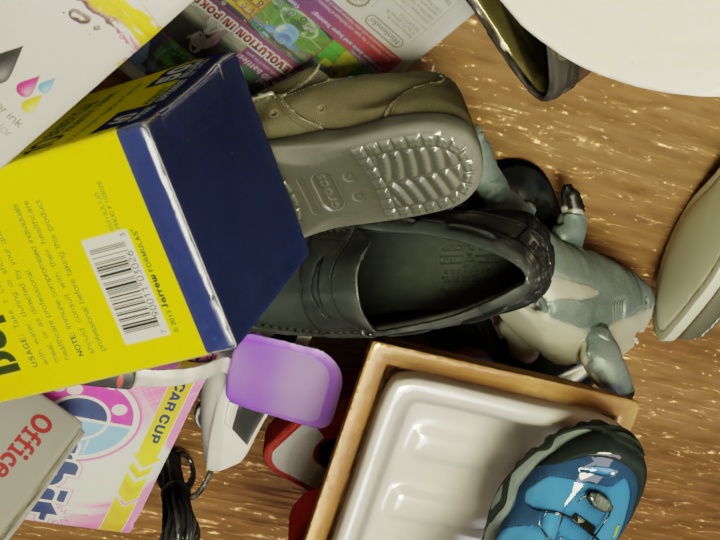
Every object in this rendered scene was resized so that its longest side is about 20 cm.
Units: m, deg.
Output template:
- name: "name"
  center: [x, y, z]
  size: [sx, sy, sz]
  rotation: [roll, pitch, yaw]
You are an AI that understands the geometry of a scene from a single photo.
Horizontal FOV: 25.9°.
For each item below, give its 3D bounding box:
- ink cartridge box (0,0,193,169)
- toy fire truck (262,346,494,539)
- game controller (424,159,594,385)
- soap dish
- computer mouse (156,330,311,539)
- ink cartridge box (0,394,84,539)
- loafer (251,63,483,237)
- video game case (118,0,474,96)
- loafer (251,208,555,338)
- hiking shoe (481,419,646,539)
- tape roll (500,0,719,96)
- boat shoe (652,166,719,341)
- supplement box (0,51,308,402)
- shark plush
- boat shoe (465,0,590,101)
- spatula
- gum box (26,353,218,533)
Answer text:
- name: "ink cartridge box"
  center: [-0.136, -0.163, 0.636]
  size: [0.199, 0.147, 0.147]
  rotation: [-37, 114, 21]
- name: "toy fire truck"
  center: [0.051, 0.118, 0.959]
  size: [0.199, 0.113, 0.168]
  rotation: [34, 122, -23]
- name: "game controller"
  center: [0.087, 0.019, 0.950]
  size: [0.104, 0.042, 0.201]
  rotation: [-30, 133, -3]
- name: "soap dish"
  center: [0.046, 0.136, 0.871]
  size: [0.156, 0.081, 0.202]
  rotation: [13, 110, -16]
- name: "computer mouse"
  center: [-0.083, 0.076, 0.934]
  size: [0.044, 0.110, 0.201]
  rotation: [21, 115, -16]
- name: "ink cartridge box"
  center: [-0.266, 0.088, 0.812]
  size: [0.199, 0.146, 0.084]
  rotation: [35, 124, -3]
- name: "loafer"
  center: [-0.032, -0.060, 0.798]
  size: [0.198, 0.070, 0.076]
  rotation: [-4, 134, 15]
- name: "video game case"
  center: [-0.048, -0.152, 0.768]
  size: [0.182, 0.023, 0.199]
  rotation: [-37, 130, 22]
- name: "loafer"
  center: [0.000, 0.000, 0.808]
  size: [0.198, 0.070, 0.069]
  rotation: [-4, 99, 16]
- name: "hiking shoe"
  center: [0.088, 0.171, 0.801]
  size: [0.074, 0.087, 0.201]
  rotation: [28, 104, -21]
- name: "tape roll"
  center: [0.136, -0.172, 0.615]
  size: [0.200, 0.071, 0.205]
  rotation: [4, 102, 19]
- name: "boat shoe"
  center: [0.230, -0.034, 0.898]
  size: [0.060, 0.072, 0.203]
  rotation: [13, 125, -16]
- name: "supplement box"
  center: [-0.144, -0.014, 0.738]
  size: [0.198, 0.109, 0.110]
  rotation: [-14, 109, 22]
- name: "shark plush"
  center: [0.100, -0.012, 0.885]
  size: [0.200, 0.091, 0.084]
  rotation: [45, 74, -28]
- name: "boat shoe"
  center: [0.059, -0.165, 0.715]
  size: [0.073, 0.065, 0.200]
  rotation: [0, 135, 54]
- name: "spatula"
  center: [-0.108, 0.055, 0.854]
  size: [0.198, 0.021, 0.057]
  rotation: [5, 128, -15]
- name: "gum box"
  center: [-0.163, 0.069, 0.918]
  size: [0.112, 0.067, 0.201]
  rotation: [13, 129, -21]
